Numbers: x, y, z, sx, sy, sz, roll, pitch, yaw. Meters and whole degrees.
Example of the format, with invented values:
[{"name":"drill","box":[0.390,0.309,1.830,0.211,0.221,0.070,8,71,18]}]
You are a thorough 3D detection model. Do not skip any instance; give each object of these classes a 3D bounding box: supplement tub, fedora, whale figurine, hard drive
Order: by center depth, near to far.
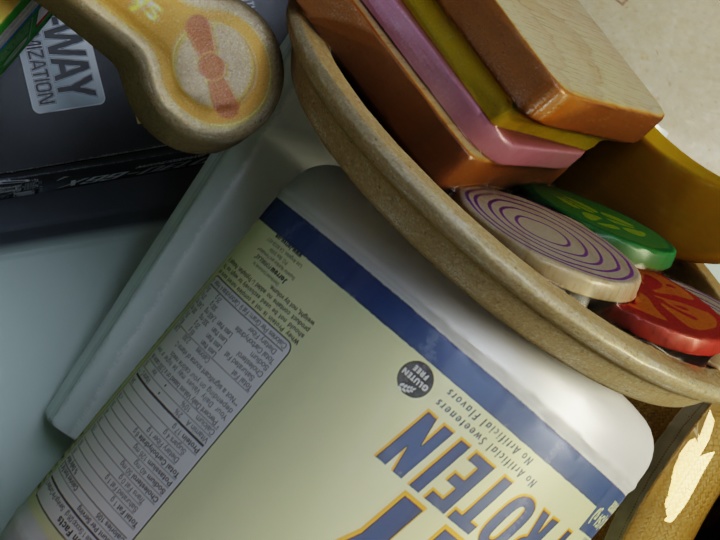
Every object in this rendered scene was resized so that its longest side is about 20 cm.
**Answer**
[{"name":"supplement tub","box":[-0.022,0.084,0.719,0.145,0.145,0.200,40,89,-14]},{"name":"hard drive","box":[0.000,0.000,0.799,0.132,0.026,0.200,33,91,-18]},{"name":"fedora","box":[0.107,0.081,0.832,0.082,0.201,0.201,29,59,25]},{"name":"whale figurine","box":[0.100,-0.092,0.893,0.200,0.104,0.159,40,75,12]}]

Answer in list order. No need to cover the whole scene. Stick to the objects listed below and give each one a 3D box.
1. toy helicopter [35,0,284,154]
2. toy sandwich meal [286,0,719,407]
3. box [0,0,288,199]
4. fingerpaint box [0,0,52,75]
[{"name":"toy helicopter","box":[-0.098,-0.114,0.663,0.200,0.079,0.132,41,66,-14]},{"name":"toy sandwich meal","box":[0.059,-0.045,0.697,0.205,0.205,0.070,35,109,-17]},{"name":"box","box":[-0.097,-0.131,0.812,0.157,0.050,0.201,-11,83,-28]},{"name":"fingerpaint box","box":[-0.194,-0.095,0.704,0.167,0.073,0.200,39,76,-2]}]
